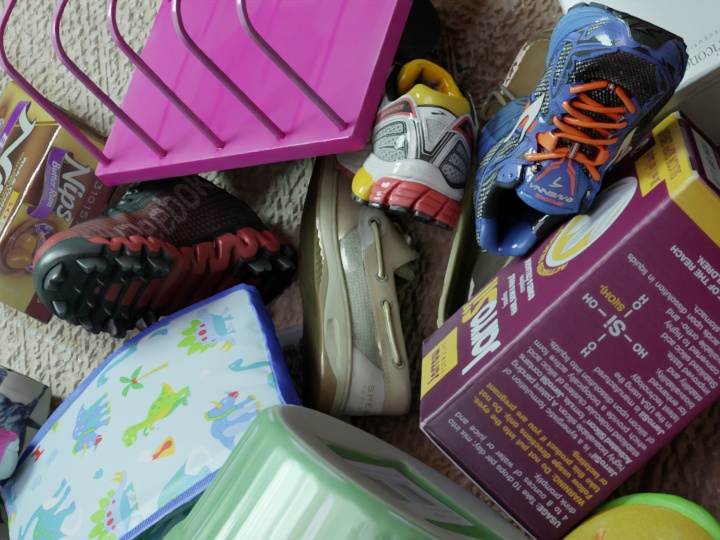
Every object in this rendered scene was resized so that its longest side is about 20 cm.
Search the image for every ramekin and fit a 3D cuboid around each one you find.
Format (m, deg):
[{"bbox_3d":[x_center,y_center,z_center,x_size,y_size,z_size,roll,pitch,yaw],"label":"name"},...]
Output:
[{"bbox_3d":[0.005,0.152,1.290,0.200,0.200,0.098,35,97,36],"label":"ramekin"}]

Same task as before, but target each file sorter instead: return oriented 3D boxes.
[{"bbox_3d":[-0.090,-0.150,1.449,0.199,0.125,0.140,-6,53,39],"label":"file sorter"}]

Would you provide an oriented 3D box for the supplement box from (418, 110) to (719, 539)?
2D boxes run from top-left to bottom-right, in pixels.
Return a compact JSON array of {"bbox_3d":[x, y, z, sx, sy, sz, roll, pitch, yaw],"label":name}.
[{"bbox_3d":[0.135,0.029,1.360,0.200,0.103,0.131,-44,13,14],"label":"supplement box"}]

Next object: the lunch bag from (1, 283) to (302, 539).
[{"bbox_3d":[-0.104,0.124,1.459,0.200,0.127,0.170,-52,30,18],"label":"lunch bag"}]

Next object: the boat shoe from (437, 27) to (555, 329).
[{"bbox_3d":[0.091,-0.049,1.473,0.073,0.063,0.202,13,82,36],"label":"boat shoe"}]

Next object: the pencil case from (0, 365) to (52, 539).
[{"bbox_3d":[-0.253,0.152,1.631,0.089,0.077,0.201,-11,66,61],"label":"pencil case"}]

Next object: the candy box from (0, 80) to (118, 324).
[{"bbox_3d":[-0.213,-0.048,1.624,0.117,0.056,0.200,-62,22,2],"label":"candy box"}]

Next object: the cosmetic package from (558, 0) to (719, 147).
[{"bbox_3d":[0.171,-0.172,1.445,0.107,0.085,0.201,-32,59,24],"label":"cosmetic package"}]

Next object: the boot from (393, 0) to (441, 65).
[{"bbox_3d":[-0.053,-0.126,1.563,0.200,0.068,0.189,-41,38,14],"label":"boot"}]

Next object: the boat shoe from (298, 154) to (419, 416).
[{"bbox_3d":[0.000,0.000,1.522,0.072,0.064,0.201,108,164,-53],"label":"boat shoe"}]

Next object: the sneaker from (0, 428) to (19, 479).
[{"bbox_3d":[-0.269,0.142,1.537,0.200,0.081,0.089,-25,59,51],"label":"sneaker"}]

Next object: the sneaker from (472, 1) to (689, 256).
[{"bbox_3d":[0.114,-0.068,1.338,0.200,0.075,0.079,122,166,-57],"label":"sneaker"}]

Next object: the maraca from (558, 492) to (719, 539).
[{"bbox_3d":[0.132,0.202,1.342,0.200,0.107,0.138,-44,61,32],"label":"maraca"}]

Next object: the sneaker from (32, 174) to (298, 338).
[{"bbox_3d":[-0.130,-0.015,1.525,0.098,0.200,0.071,52,123,25],"label":"sneaker"}]

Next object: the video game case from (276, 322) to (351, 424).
[{"bbox_3d":[-0.089,0.140,1.561,0.199,0.022,0.184,-18,66,30],"label":"video game case"}]

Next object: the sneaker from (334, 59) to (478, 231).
[{"bbox_3d":[0.036,-0.080,1.463,0.200,0.077,0.083,-121,48,-77],"label":"sneaker"}]
